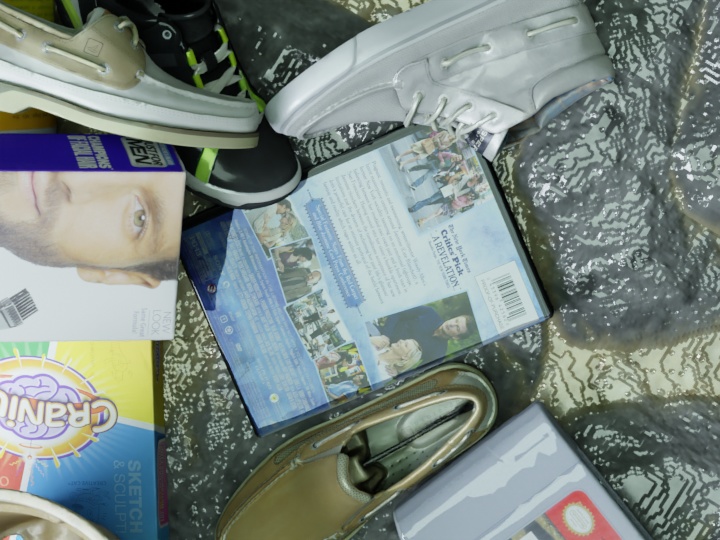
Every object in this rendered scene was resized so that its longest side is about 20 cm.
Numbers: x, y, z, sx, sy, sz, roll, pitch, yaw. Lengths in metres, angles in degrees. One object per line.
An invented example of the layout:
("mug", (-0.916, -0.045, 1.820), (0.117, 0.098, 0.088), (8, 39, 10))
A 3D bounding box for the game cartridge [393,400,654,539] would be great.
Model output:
("game cartridge", (0.118, 0.194, 1.512), (0.133, 0.041, 0.200), (-38, 98, 12))

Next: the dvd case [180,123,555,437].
("dvd case", (0.000, 0.000, 1.520), (0.200, 0.018, 0.143), (-23, 93, 8))

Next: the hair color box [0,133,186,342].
("hair color box", (-0.205, -0.019, 1.432), (0.200, 0.065, 0.109), (-1, 114, -16))

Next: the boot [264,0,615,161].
("boot", (0.050, -0.104, 1.460), (0.200, 0.074, 0.096), (-28, 82, -2))

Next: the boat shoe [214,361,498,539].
("boat shoe", (-0.008, 0.122, 1.504), (0.200, 0.076, 0.072), (-38, 92, 9))

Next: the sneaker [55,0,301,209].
("sneaker", (-0.106, -0.122, 1.472), (0.200, 0.083, 0.072), (47, 55, 0))

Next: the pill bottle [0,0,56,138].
("pill bottle", (-0.236, -0.131, 1.483), (0.109, 0.109, 0.200), (0, 96, 6))

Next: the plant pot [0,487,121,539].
("plant pot", (-0.196, 0.216, 1.434), (0.200, 0.183, 0.201), (0, 91, 5))

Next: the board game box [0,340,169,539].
("board game box", (-0.197, 0.072, 1.536), (0.153, 0.040, 0.200), (-1, 96, 6))

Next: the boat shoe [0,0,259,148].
("boat shoe", (-0.150, -0.115, 1.412), (0.200, 0.075, 0.069), (11, 93, -13))
